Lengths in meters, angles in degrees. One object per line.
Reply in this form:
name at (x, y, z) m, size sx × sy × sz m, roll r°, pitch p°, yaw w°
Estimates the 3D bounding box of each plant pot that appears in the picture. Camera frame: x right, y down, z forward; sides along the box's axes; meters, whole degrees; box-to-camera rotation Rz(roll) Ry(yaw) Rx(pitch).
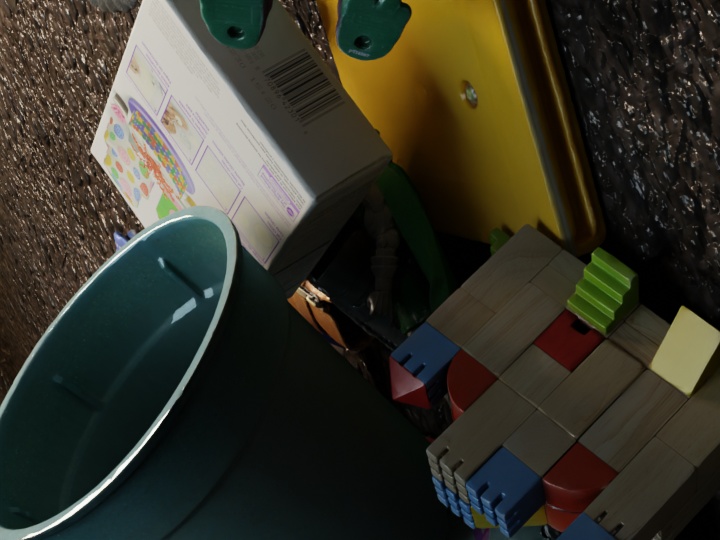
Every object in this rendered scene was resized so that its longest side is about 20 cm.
plant pot at (-0.066, 0.103, 0.860) m, size 0.196 × 0.201 × 0.200 m, roll 39°, pitch 168°, yaw -28°

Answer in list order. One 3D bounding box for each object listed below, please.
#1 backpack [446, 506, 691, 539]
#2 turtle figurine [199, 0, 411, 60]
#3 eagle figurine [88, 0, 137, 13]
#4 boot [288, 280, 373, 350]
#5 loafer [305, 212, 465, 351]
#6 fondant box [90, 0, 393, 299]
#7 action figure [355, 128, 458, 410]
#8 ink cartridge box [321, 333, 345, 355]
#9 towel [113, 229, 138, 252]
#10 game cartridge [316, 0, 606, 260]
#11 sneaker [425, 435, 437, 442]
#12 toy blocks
backpack at (0.093, 0.194, 0.900) m, size 0.199 × 0.126 × 0.168 m, roll -6°, pitch 103°, yaw 39°
turtle figurine at (-0.019, -0.195, 0.805) m, size 0.101 × 0.148 × 0.201 m, roll 64°, pitch -155°, yaw -50°
eagle figurine at (-0.146, -0.234, 0.994) m, size 0.151 × 0.198 × 0.153 m, roll -53°, pitch -18°, yaw -75°
boot at (-0.052, -0.048, 1.067) m, size 0.155 × 0.076 × 0.201 m, roll 38°, pitch 143°, yaw 42°
loafer at (0.000, 0.000, 0.973) m, size 0.201 × 0.070 × 0.068 m, roll 45°, pitch 120°, yaw 14°
fondant box at (-0.074, -0.065, 0.897) m, size 0.145 × 0.058 × 0.200 m, roll 54°, pitch 151°, yaw 8°
action figure at (0.032, 0.012, 0.892) m, size 0.118 × 0.054 × 0.201 m, roll 24°, pitch -135°, yaw -78°
ink cartridge box at (-0.060, 0.056, 1.066) m, size 0.200 × 0.093 × 0.045 m, roll -77°, pitch 7°, yaw -85°
towel at (-0.147, 0.087, 1.140) m, size 0.145 × 0.024 × 0.202 m, roll -134°, pitch 40°, yaw -58°
game cartridge at (0.045, -0.102, 0.871) m, size 0.200 × 0.032 × 0.178 m, roll 19°, pitch 130°, yaw 62°
sneaker at (0.052, 0.161, 1.032) m, size 0.199 × 0.093 × 0.071 m, roll 7°, pitch 120°, yaw 63°
toy blocks at (0.091, 0.074, 0.773) m, size 0.200 × 0.137 × 0.100 m, roll 38°, pitch 161°, yaw 30°
